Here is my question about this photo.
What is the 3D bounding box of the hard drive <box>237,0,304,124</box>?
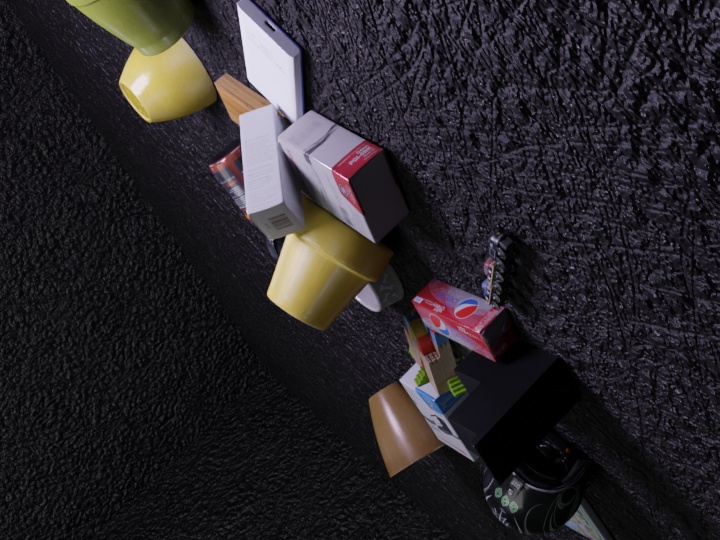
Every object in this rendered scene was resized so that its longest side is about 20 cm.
[{"bbox_3d":[-0.142,-0.335,1.386,0.132,0.025,0.200,45,164,13],"label":"hard drive"}]

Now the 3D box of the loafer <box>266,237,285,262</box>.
[{"bbox_3d":[-0.161,-0.023,2.110,0.070,0.068,0.201,18,152,47],"label":"loafer"}]

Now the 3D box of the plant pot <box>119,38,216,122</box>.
[{"bbox_3d":[-0.417,-0.393,1.780,0.200,0.142,0.201,43,163,16],"label":"plant pot"}]

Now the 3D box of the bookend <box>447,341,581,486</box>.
[{"bbox_3d":[0.216,0.215,1.389,0.093,0.200,0.198,55,162,-24],"label":"bookend"}]

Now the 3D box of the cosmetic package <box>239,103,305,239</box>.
[{"bbox_3d":[-0.152,-0.169,1.458,0.102,0.073,0.203,53,-156,-59],"label":"cosmetic package"}]

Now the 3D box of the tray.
[{"bbox_3d":[-0.195,-0.290,1.616,0.199,0.037,0.099,37,161,35],"label":"tray"}]

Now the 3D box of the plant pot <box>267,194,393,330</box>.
[{"bbox_3d":[-0.069,-0.005,1.545,0.199,0.191,0.201,31,-177,-2],"label":"plant pot"}]

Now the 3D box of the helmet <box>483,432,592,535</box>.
[{"bbox_3d":[0.320,0.384,1.562,0.199,0.199,0.192,40,146,27],"label":"helmet"}]

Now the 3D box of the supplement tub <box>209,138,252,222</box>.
[{"bbox_3d":[-0.232,-0.179,1.849,0.201,0.107,0.107,55,163,-20],"label":"supplement tub"}]

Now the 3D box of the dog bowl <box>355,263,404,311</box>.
[{"bbox_3d":[0.000,0.000,1.732,0.200,0.059,0.201,45,165,15],"label":"dog bowl"}]

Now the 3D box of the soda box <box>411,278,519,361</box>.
[{"bbox_3d":[0.174,0.081,1.438,0.199,0.063,0.070,25,153,56],"label":"soda box"}]

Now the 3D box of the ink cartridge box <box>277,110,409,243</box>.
[{"bbox_3d":[-0.029,-0.156,1.390,0.199,0.083,0.148,36,161,41],"label":"ink cartridge box"}]

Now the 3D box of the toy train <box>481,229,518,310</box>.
[{"bbox_3d":[0.198,0.001,1.237,0.046,0.034,0.201,45,164,25],"label":"toy train"}]

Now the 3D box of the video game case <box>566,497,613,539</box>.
[{"bbox_3d":[0.424,0.479,1.778,0.201,0.022,0.182,54,164,-18],"label":"video game case"}]

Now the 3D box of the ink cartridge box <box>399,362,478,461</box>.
[{"bbox_3d":[0.193,0.304,1.874,0.145,0.084,0.201,21,149,58],"label":"ink cartridge box"}]

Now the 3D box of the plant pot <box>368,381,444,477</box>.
[{"bbox_3d":[0.107,0.401,2.213,0.202,0.185,0.187,59,167,13],"label":"plant pot"}]

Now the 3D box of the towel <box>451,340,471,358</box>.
[{"bbox_3d":[0.223,0.173,1.585,0.201,0.031,0.149,56,162,-23],"label":"towel"}]

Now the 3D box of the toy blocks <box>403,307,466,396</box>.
[{"bbox_3d":[0.129,0.136,1.619,0.200,0.099,0.138,-125,14,-63],"label":"toy blocks"}]

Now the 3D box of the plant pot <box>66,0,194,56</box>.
[{"bbox_3d":[-0.390,-0.480,1.458,0.200,0.201,0.193,32,170,44],"label":"plant pot"}]
